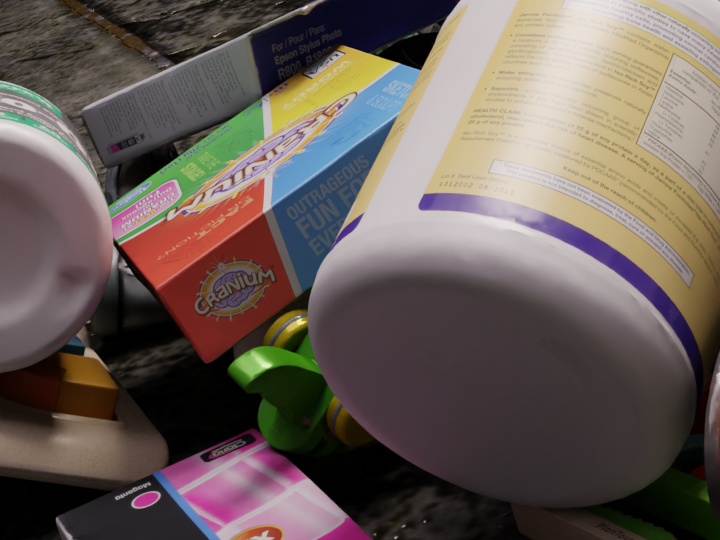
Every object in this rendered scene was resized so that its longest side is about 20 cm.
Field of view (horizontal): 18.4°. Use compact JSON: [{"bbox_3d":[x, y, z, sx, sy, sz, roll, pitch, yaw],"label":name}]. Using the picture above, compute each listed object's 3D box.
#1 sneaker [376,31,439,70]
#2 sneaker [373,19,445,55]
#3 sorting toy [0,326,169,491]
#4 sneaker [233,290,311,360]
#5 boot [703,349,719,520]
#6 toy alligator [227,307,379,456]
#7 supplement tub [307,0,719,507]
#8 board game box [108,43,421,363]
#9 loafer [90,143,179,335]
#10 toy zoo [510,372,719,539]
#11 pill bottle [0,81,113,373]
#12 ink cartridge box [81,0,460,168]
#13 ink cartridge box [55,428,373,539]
[{"bbox_3d":[0.067,-0.091,1.226,0.200,0.075,0.079,-14,33,28],"label":"sneaker"},{"bbox_3d":[0.078,-0.181,1.430,0.085,0.078,0.200,4,31,45],"label":"sneaker"},{"bbox_3d":[-0.195,0.041,1.041,0.185,0.037,0.200,11,14,-22],"label":"sorting toy"},{"bbox_3d":[0.000,0.001,1.042,0.200,0.077,0.111,-27,29,-33],"label":"sneaker"},{"bbox_3d":[0.236,0.035,0.761,0.200,0.064,0.186,5,33,34],"label":"boot"},{"bbox_3d":[0.017,0.048,0.951,0.200,0.054,0.059,-8,40,-44],"label":"toy alligator"},{"bbox_3d":[0.079,-0.028,0.840,0.145,0.146,0.200,-2,45,34],"label":"supplement tub"},{"bbox_3d":[-0.037,-0.037,1.009,0.153,0.040,0.200,-36,16,-6],"label":"board game box"},{"bbox_3d":[-0.112,-0.022,1.226,0.063,0.072,0.200,2,29,-1],"label":"loafer"},{"bbox_3d":[0.172,0.064,0.838,0.200,0.021,0.131,-27,23,-23],"label":"toy zoo"},{"bbox_3d":[-0.177,-0.029,1.038,0.113,0.113,0.200,-20,15,-6],"label":"pill bottle"},{"bbox_3d":[-0.021,-0.125,1.200,0.196,0.043,0.200,-29,10,-41],"label":"ink cartridge box"},{"bbox_3d":[-0.045,0.122,0.849,0.095,0.037,0.200,-23,24,-16],"label":"ink cartridge box"}]
